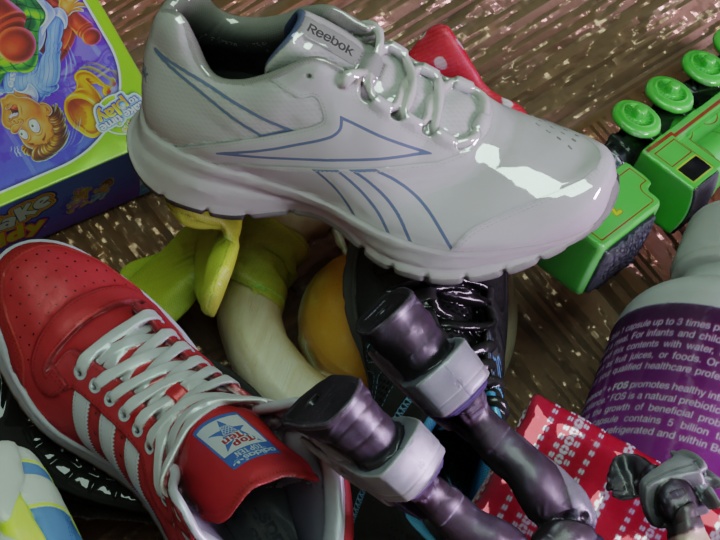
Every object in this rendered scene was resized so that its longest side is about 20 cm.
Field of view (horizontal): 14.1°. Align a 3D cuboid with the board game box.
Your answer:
[{"bbox_3d":[-0.198,-0.063,1.264,0.199,0.045,0.135,-24,67,-16],"label":"board game box"}]

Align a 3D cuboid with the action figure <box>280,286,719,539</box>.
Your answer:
[{"bbox_3d":[0.066,0.097,1.039,0.200,0.069,0.130,46,68,-8],"label":"action figure"}]

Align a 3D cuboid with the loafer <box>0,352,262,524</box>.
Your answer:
[{"bbox_3d":[-0.128,0.064,1.186,0.199,0.071,0.073,10,69,6],"label":"loafer"}]

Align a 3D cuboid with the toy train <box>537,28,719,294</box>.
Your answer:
[{"bbox_3d":[0.131,-0.049,1.250,0.056,0.042,0.200,37,42,17],"label":"toy train"}]

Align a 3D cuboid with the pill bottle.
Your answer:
[{"bbox_3d":[0.143,0.074,1.181,0.112,0.112,0.201,20,63,6],"label":"pill bottle"}]

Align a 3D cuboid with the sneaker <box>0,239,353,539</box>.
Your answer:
[{"bbox_3d":[-0.070,0.053,1.091,0.071,0.113,0.200,-37,78,-18],"label":"sneaker"}]

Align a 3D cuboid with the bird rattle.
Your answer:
[{"bbox_3d":[0.000,0.000,1.240,0.199,0.113,0.164,-17,76,-27],"label":"bird rattle"}]

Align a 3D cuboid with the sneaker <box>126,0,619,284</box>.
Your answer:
[{"bbox_3d":[0.002,-0.054,1.125,0.199,0.087,0.075,11,45,9],"label":"sneaker"}]

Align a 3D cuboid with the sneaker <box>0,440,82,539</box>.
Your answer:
[{"bbox_3d":[-0.086,0.156,1.109,0.105,0.076,0.201,-8,70,-24],"label":"sneaker"}]

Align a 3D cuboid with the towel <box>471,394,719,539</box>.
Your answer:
[{"bbox_3d":[0.116,0.155,1.074,0.200,0.022,0.145,31,78,3],"label":"towel"}]

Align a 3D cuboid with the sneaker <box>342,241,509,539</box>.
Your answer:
[{"bbox_3d":[0.036,0.044,1.152,0.073,0.082,0.201,12,71,-24],"label":"sneaker"}]
